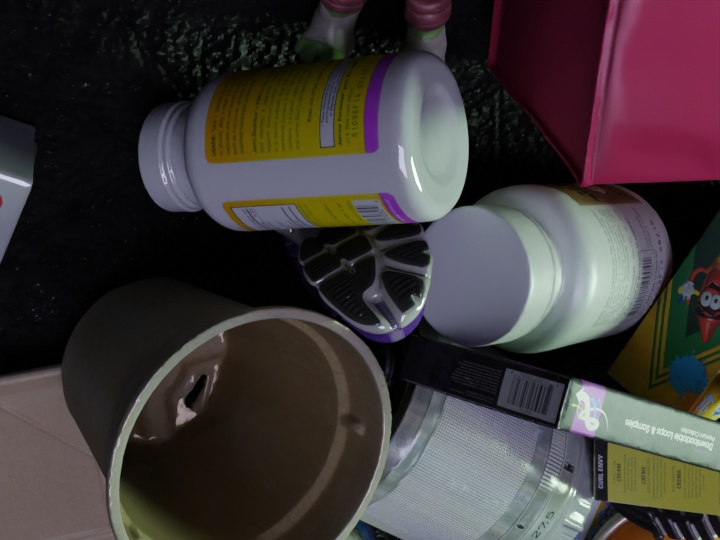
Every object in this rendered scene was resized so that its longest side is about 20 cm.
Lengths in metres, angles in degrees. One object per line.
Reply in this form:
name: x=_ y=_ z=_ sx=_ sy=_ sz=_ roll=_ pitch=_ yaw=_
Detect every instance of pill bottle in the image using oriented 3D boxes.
pill bottle: x=-0.040 y=-0.079 z=0.811 sx=0.199 sy=0.104 sz=0.105 roll=-1 pitch=128 yaw=27
pill bottle: x=0.126 y=-0.003 z=0.881 sx=0.200 sy=0.114 sz=0.115 roll=-6 pitch=130 yaw=-54

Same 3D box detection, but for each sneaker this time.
sneaker: x=0.000 y=0.000 z=0.851 sx=0.080 sy=0.200 sz=0.084 roll=-26 pitch=117 yaw=-7
sneaker: x=0.301 y=0.157 z=1.034 sx=0.116 sy=0.199 sz=0.076 roll=-47 pitch=121 yaw=-39

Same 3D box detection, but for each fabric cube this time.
fabric cube: x=0.210 y=-0.183 z=0.795 sx=0.198 sy=0.200 sz=0.197 roll=-3 pitch=122 yaw=-13

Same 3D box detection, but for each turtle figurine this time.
turtle figurine: x=0.022 y=-0.183 z=0.759 sx=0.143 sy=0.200 sz=0.194 roll=-14 pitch=143 yaw=-23

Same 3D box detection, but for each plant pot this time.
plant pot: x=-0.112 y=0.093 z=0.868 sx=0.200 sy=0.183 sz=0.201 roll=-12 pitch=113 yaw=-31

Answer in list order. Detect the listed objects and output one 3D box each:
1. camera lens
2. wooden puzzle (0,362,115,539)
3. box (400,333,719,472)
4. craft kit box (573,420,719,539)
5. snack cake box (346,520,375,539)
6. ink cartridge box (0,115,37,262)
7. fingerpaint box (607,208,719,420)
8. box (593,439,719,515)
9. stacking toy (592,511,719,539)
camera lens: x=0.062 y=0.129 z=0.968 sx=0.200 sy=0.160 sz=0.160 roll=30 pitch=109 yaw=-28
wooden puzzle: x=-0.277 y=0.153 z=0.974 sx=0.184 sy=0.037 sz=0.201 roll=-10 pitch=127 yaw=-9
box: x=0.144 y=0.090 z=0.831 sx=0.199 sy=0.143 sz=0.036 roll=17 pitch=87 yaw=-38
craft kit box: x=0.230 y=0.226 z=1.140 sx=0.197 sy=0.049 sz=0.201 roll=1 pitch=120 yaw=-12
snack cake box: x=-0.044 y=0.205 z=0.962 sx=0.067 sy=0.200 sz=0.115 roll=-40 pitch=122 yaw=10
ink cartridge box: x=-0.322 y=-0.046 z=0.810 sx=0.199 sy=0.083 sz=0.146 roll=19 pitch=114 yaw=-23
fingerpaint box: x=0.297 y=0.027 z=0.967 sx=0.200 sy=0.073 sz=0.167 roll=-2 pitch=127 yaw=-53
box: x=0.273 y=0.147 z=0.919 sx=0.075 sy=0.199 sz=0.050 roll=-4 pitch=94 yaw=-57
stacking toy: x=0.280 y=0.294 z=1.050 sx=0.145 sy=0.200 sz=0.147 roll=-7 pitch=122 yaw=-11
